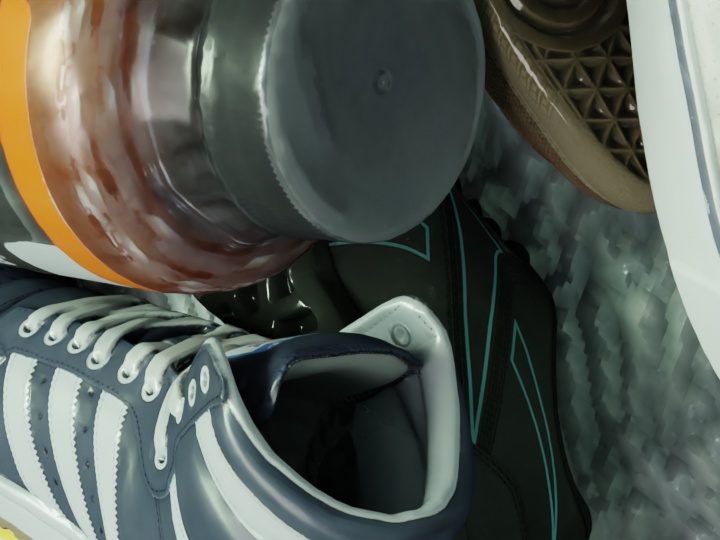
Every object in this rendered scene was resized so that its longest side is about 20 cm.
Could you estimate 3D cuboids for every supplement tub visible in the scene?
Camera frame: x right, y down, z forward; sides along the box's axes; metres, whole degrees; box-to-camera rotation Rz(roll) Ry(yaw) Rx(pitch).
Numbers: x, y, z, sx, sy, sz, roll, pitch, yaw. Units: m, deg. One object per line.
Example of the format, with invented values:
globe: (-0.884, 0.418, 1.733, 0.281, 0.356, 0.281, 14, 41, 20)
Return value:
supplement tub: (-0.068, -0.051, 0.676, 0.200, 0.107, 0.107, 9, 118, 43)

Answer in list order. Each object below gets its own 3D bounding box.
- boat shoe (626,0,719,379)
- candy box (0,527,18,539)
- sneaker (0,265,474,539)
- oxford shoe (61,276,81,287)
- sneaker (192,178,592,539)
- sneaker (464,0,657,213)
boat shoe: (0.105, -0.049, 0.624, 0.070, 0.071, 0.200, -4, 102, 46)
candy box: (-0.057, 0.125, 0.743, 0.200, 0.026, 0.102, 20, 97, 14)
sneaker: (-0.045, 0.028, 0.684, 0.200, 0.070, 0.109, 46, 135, 33)
oxford shoe: (-0.115, -0.044, 0.843, 0.073, 0.071, 0.200, -7, 106, 16)
sneaker: (0.000, 0.000, 0.746, 0.075, 0.079, 0.200, -33, 69, 52)
sneaker: (0.023, -0.099, 0.685, 0.200, 0.070, 0.076, 62, 154, 5)
